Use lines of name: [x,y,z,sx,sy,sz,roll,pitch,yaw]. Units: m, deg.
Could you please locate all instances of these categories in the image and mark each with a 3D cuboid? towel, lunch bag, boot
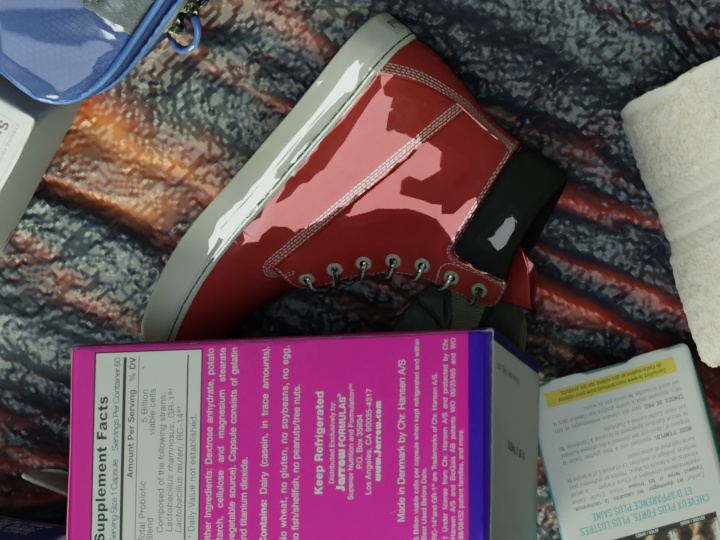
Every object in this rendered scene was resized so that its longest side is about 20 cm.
towel: [0.187,-0.034,1.197,0.034,0.200,0.133,-14,85,-28]
lunch bag: [-0.148,-0.169,1.247,0.200,0.132,0.136,37,108,0]
boot: [0.000,0.000,1.290,0.144,0.072,0.200,43,105,5]

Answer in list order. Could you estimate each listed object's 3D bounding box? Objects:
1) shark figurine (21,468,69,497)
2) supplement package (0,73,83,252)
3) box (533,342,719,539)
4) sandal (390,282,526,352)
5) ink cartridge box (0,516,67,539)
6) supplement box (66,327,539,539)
shark figurine: [-0.130,0.203,1.370,0.127,0.090,0.216,13,109,5]
supplement package: [-0.245,-0.089,1.296,0.199,0.114,0.110,30,109,0]
box: [0.141,0.142,1.269,0.082,0.049,0.201,-16,70,9]
sandal: [0.015,0.093,1.330,0.080,0.057,0.201,39,94,9]
ink cartridge box: [-0.189,0.216,1.355,0.196,0.043,0.201,3,110,45]
supplement box: [-0.025,0.086,1.255,0.199,0.101,0.104,-2,78,16]
